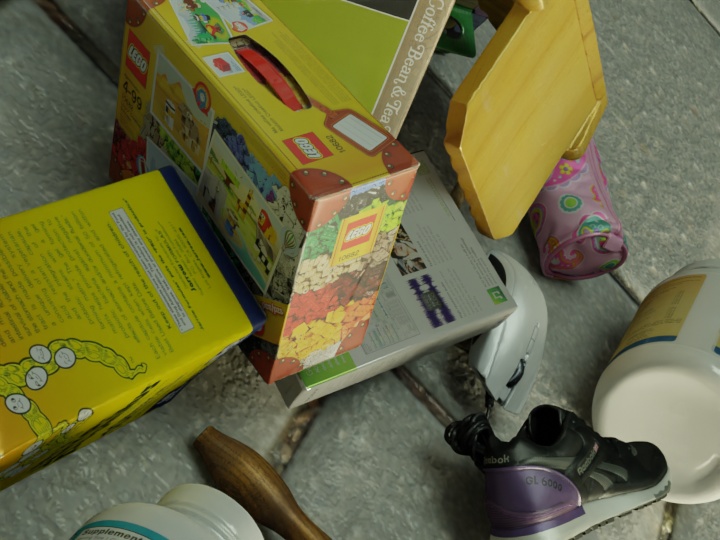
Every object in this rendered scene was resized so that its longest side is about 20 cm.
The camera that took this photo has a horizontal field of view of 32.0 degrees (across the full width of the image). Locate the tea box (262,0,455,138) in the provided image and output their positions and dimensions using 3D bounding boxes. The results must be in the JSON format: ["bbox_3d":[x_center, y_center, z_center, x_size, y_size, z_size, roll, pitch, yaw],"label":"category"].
[{"bbox_3d":[-0.039,-0.204,0.872,0.194,0.201,0.135,17,46,-9],"label":"tea box"}]

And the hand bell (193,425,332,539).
[{"bbox_3d":[-0.025,0.168,0.754,0.200,0.104,0.104,42,37,5],"label":"hand bell"}]

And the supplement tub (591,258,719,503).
[{"bbox_3d":[0.291,0.088,1.082,0.145,0.144,0.200,50,38,-3],"label":"supplement tub"}]

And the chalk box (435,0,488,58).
[{"bbox_3d":[0.065,-0.290,1.154,0.124,0.124,0.203,7,57,-43],"label":"chalk box"}]

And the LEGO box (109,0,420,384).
[{"bbox_3d":[-0.067,-0.059,0.757,0.076,0.150,0.200,-19,53,-33],"label":"LEGO box"}]

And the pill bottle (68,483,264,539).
[{"bbox_3d":[-0.121,0.188,0.598,0.111,0.110,0.200,50,37,-4],"label":"pill bottle"}]

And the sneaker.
[{"bbox_3d":[0.162,0.135,0.913,0.199,0.075,0.089,-11,90,-49],"label":"sneaker"}]

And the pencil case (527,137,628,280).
[{"bbox_3d":[0.187,-0.091,1.162,0.087,0.087,0.203,18,50,-36],"label":"pencil case"}]

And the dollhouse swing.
[{"bbox_3d":[0.093,-0.162,1.003,0.182,0.176,0.201,42,-10,34],"label":"dollhouse swing"}]

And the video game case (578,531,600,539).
[{"bbox_3d":[0.152,0.280,0.887,0.199,0.022,0.184,-25,81,-52],"label":"video game case"}]

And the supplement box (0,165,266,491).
[{"bbox_3d":[-0.166,0.037,0.669,0.199,0.109,0.110,-26,81,-52],"label":"supplement box"}]

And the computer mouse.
[{"bbox_3d":[0.114,0.066,0.959,0.110,0.043,0.202,42,45,-38],"label":"computer mouse"}]

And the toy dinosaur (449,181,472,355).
[{"bbox_3d":[0.064,-0.024,1.019,0.101,0.058,0.203,39,45,-41],"label":"toy dinosaur"}]

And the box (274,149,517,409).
[{"bbox_3d":[0.000,0.000,0.886,0.198,0.036,0.146,-17,69,-36],"label":"box"}]
